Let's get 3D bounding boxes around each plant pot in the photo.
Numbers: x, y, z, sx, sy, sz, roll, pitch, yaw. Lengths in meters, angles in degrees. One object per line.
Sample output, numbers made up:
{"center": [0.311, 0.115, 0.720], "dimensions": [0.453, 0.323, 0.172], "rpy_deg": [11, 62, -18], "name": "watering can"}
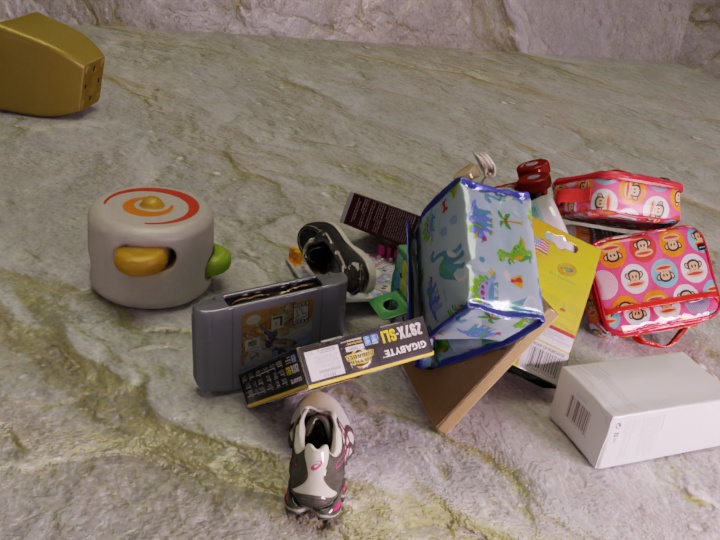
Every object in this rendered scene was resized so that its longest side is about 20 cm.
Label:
{"center": [-0.712, -0.463, 1.904], "dimensions": [0.199, 0.195, 0.196], "rpy_deg": [17, 26, -1], "name": "plant pot"}

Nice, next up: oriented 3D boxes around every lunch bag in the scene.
{"center": [0.399, -0.113, 1.330], "dimensions": [0.175, 0.083, 0.200], "rpy_deg": [6, 0, -14], "name": "lunch bag"}
{"center": [0.114, 0.011, 0.982], "dimensions": [0.127, 0.200, 0.171], "rpy_deg": [10, 64, -19], "name": "lunch bag"}
{"center": [0.438, 0.031, 1.251], "dimensions": [0.199, 0.177, 0.082], "rpy_deg": [-10, -10, -7], "name": "lunch bag"}

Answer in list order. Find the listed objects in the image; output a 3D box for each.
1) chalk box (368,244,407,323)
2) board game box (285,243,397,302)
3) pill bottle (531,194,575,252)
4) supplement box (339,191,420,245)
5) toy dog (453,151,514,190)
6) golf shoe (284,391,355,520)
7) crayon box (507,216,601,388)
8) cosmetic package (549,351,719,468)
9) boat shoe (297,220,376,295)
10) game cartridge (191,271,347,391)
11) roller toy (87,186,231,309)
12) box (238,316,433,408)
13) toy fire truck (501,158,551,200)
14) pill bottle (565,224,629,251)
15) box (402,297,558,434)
{"center": [0.115, 0.038, 1.174], "dimensions": [0.199, 0.125, 0.125], "rpy_deg": [-2, 27, -20], "name": "chalk box"}
{"center": [0.000, 0.000, 1.305], "dimensions": [0.199, 0.026, 0.200], "rpy_deg": [-2, 20, -19], "name": "board game box"}
{"center": [0.229, -0.032, 1.297], "dimensions": [0.199, 0.111, 0.111], "rpy_deg": [-25, 22, 13], "name": "pill bottle"}
{"center": [0.076, -0.072, 1.408], "dimensions": [0.199, 0.061, 0.109], "rpy_deg": [22, 5, 35], "name": "supplement box"}
{"center": [0.205, -0.122, 1.445], "dimensions": [0.132, 0.096, 0.200], "rpy_deg": [50, 0, 3], "name": "toy dog"}
{"center": [-0.040, 0.178, 0.892], "dimensions": [0.077, 0.089, 0.200], "rpy_deg": [4, 24, -4], "name": "golf shoe"}
{"center": [0.235, 0.041, 1.098], "dimensions": [0.126, 0.201, 0.051], "rpy_deg": [25, -14, -12], "name": "crayon box"}
{"center": [0.354, 0.170, 1.026], "dimensions": [0.199, 0.082, 0.113], "rpy_deg": [-2, 28, -21], "name": "cosmetic package"}
{"center": [-0.051, -0.020, 1.210], "dimensions": [0.060, 0.074, 0.200], "rpy_deg": [-2, 28, -33], "name": "boat shoe"}
{"center": [-0.109, 0.079, 1.016], "dimensions": [0.199, 0.134, 0.042], "rpy_deg": [-13, 31, -26], "name": "game cartridge"}
{"center": [-0.308, -0.042, 1.202], "dimensions": [0.182, 0.141, 0.200], "rpy_deg": [23, 31, 30], "name": "roller toy"}
{"center": [-0.033, 0.108, 0.942], "dimensions": [0.159, 0.050, 0.200], "rpy_deg": [-14, -8, -30], "name": "box"}
{"center": [0.301, -0.134, 1.621], "dimensions": [0.167, 0.113, 0.200], "rpy_deg": [-12, 21, 16], "name": "toy fire truck"}
{"center": [0.426, -0.006, 1.361], "dimensions": [0.199, 0.117, 0.117], "rpy_deg": [9, 26, 4], "name": "pill bottle"}
{"center": [0.139, 0.084, 1.030], "dimensions": [0.021, 0.200, 0.164], "rpy_deg": [34, 14, -28], "name": "box"}
